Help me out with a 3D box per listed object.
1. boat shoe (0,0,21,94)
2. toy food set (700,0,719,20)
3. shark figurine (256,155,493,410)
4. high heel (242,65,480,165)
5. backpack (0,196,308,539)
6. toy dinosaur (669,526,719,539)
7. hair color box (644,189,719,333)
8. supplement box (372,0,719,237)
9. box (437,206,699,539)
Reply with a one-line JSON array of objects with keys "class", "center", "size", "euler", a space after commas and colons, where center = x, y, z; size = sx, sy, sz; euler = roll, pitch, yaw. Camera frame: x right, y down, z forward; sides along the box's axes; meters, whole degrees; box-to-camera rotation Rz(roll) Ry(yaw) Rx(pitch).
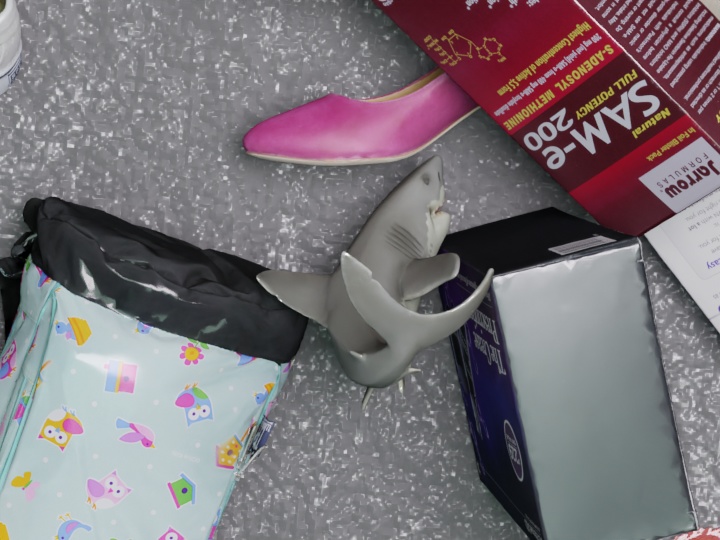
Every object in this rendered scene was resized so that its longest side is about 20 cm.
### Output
[{"class": "boat shoe", "center": [-0.269, -0.132, 1.073], "size": [0.202, 0.086, 0.075], "euler": [7, 59, -7]}, {"class": "toy food set", "center": [0.223, -0.195, 1.103], "size": [0.143, 0.060, 0.200], "euler": [20, 64, -7]}, {"class": "shark figurine", "center": [-0.006, 0.017, 1.037], "size": [0.089, 0.214, 0.128], "euler": [24, 105, -6]}, {"class": "high heel", "center": [0.033, -0.109, 1.120], "size": [0.200, 0.067, 0.096], "euler": [-8, 101, -6]}, {"class": "backpack", "center": [-0.127, 0.080, 1.100], "size": [0.167, 0.127, 0.200], "euler": [20, 97, -10]}, {"class": "toy dinosaur", "center": [0.081, 0.203, 1.116], "size": [0.105, 0.200, 0.182], "euler": [46, 46, -18]}, {"class": "hair color box", "center": [0.225, -0.018, 1.127], "size": [0.109, 0.065, 0.200], "euler": [-31, 99, 40]}, {"class": "supplement box", "center": [0.098, -0.114, 1.035], "size": [0.200, 0.109, 0.061], "euler": [43, 57, -6]}, {"class": "box", "center": [0.096, 0.051, 1.077], "size": [0.079, 0.200, 0.141], "euler": [-16, 97, -4]}]
